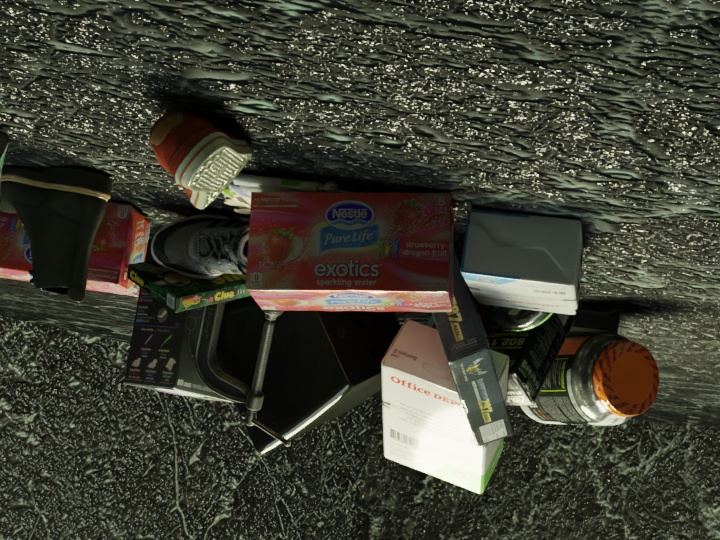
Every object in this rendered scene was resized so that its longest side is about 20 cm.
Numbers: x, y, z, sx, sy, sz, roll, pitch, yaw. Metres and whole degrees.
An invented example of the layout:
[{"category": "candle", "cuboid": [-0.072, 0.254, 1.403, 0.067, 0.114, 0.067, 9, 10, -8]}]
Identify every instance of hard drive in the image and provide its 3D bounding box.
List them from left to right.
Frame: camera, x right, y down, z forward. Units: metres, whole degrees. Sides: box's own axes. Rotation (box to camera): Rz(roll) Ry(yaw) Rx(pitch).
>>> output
[{"category": "hard drive", "cuboid": [0.293, 0.076, 1.996, 0.138, 0.038, 0.200, 7, 170, 8]}]

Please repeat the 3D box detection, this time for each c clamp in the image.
[{"category": "c clamp", "cuboid": [-0.140, 0.099, 1.784, 0.169, 0.203, 0.027, 19, -159, 32]}]

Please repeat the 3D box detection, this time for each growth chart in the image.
[{"category": "growth chart", "cuboid": [-0.078, -0.071, 1.475, 0.143, 0.018, 0.200, 8, 171, 10]}]

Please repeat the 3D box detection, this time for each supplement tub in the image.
[{"category": "supplement tub", "cuboid": [0.305, 0.147, 1.912, 0.121, 0.124, 0.199, 13, 170, -25]}]

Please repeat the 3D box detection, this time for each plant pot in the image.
[{"category": "plant pot", "cuboid": [-0.055, 0.094, 1.847, 0.177, 0.202, 0.199, -28, 175, 42]}]

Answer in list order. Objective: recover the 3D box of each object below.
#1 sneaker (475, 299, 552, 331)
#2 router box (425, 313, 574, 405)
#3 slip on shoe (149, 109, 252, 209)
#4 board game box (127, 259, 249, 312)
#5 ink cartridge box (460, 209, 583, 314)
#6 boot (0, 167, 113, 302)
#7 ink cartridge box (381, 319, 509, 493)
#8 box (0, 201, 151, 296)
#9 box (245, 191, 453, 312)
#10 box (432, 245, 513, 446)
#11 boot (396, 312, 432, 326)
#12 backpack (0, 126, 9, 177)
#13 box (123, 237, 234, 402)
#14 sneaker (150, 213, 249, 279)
[{"category": "sneaker", "cuboid": [0.144, 0.029, 1.710, 0.198, 0.078, 0.084, 3, 174, 27]}, {"category": "router box", "cuboid": [0.164, 0.104, 1.863, 0.198, 0.151, 0.062, -6, 130, 41]}, {"category": "slip on shoe", "cuboid": [-0.141, -0.100, 1.232, 0.061, 0.074, 0.200, 43, 180, 5]}, {"category": "board game box", "cuboid": [-0.171, 0.005, 1.708, 0.199, 0.024, 0.104, -12, -147, -42]}, {"category": "ink cartridge box", "cuboid": [0.173, -0.006, 1.476, 0.114, 0.069, 0.200, 7, 171, 11]}, {"category": "boot", "cuboid": [-0.360, -0.039, 1.564, 0.077, 0.140, 0.199, 16, 169, -41]}, {"category": "ink cartridge box", "cuboid": [0.106, 0.173, 1.786, 0.144, 0.084, 0.201, 19, 142, 18]}, {"category": "box", "cuboid": [-0.366, -0.035, 1.723, 0.197, 0.101, 0.095, 8, 172, 8]}, {"category": "box", "cuboid": [-0.007, -0.018, 1.387, 0.197, 0.104, 0.095, 1, 167, 6]}, {"category": "box", "cuboid": [0.117, 0.082, 1.599, 0.050, 0.159, 0.201, -18, 143, 2]}, {"category": "boot", "cuboid": [0.019, 0.060, 2.080, 0.198, 0.071, 0.132, 16, 175, -16]}, {"category": "backpack", "cuboid": [-0.432, -0.086, 1.342, 0.176, 0.153, 0.199, 11, 176, -24]}, {"category": "box", "cuboid": [-0.227, 0.067, 1.902, 0.105, 0.203, 0.122, 1, 169, 39]}, {"category": "sneaker", "cuboid": [-0.148, -0.027, 1.608, 0.197, 0.077, 0.114, 4, 179, 3]}]
